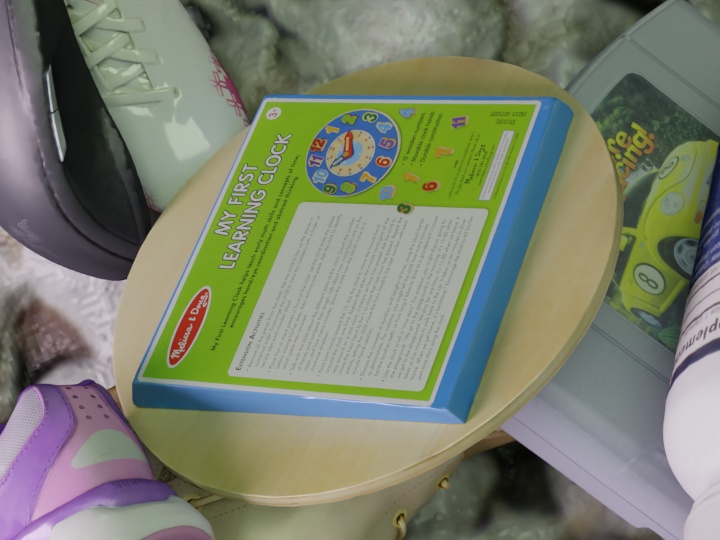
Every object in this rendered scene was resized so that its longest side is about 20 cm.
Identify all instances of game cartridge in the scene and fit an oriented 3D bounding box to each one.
[{"bbox_3d":[0.116,-0.009,0.786,0.133,0.041,0.200,34,60,-2],"label":"game cartridge"}]

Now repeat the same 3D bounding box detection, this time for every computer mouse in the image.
[{"bbox_3d":[-0.160,-0.082,0.803,0.046,0.140,0.201,-33,117,-37],"label":"computer mouse"}]

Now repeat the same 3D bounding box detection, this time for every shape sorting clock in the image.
[{"bbox_3d":[0.000,0.000,0.738,0.199,0.039,0.201,-13,48,15],"label":"shape sorting clock"}]

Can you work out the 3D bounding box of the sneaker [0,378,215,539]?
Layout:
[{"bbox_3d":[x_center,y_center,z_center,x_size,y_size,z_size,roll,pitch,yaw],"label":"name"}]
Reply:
[{"bbox_3d":[-0.132,0.106,0.745,0.080,0.200,0.089,-5,62,-45],"label":"sneaker"}]

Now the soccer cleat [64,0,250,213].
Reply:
[{"bbox_3d":[-0.112,-0.108,0.813,0.070,0.086,0.200,-33,82,-6],"label":"soccer cleat"}]

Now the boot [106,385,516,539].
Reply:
[{"bbox_3d":[0.005,0.110,0.786,0.199,0.073,0.156,-4,84,-8],"label":"boot"}]

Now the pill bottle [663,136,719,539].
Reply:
[{"bbox_3d":[0.165,0.028,0.697,0.111,0.111,0.201,16,57,2],"label":"pill bottle"}]
